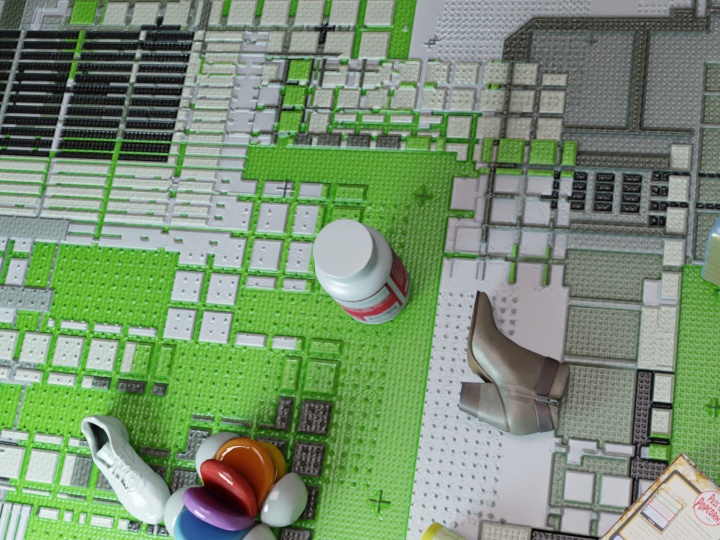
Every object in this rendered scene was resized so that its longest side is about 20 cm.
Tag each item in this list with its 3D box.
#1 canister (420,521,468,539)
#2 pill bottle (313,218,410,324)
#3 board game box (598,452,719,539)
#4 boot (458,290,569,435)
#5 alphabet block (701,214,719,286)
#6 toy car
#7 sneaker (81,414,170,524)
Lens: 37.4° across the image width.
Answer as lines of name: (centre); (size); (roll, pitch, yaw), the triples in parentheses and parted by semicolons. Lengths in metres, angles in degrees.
canister: (0.153, 0.440, 1.399); (0.200, 0.087, 0.149); (26, 80, 22)
pill bottle: (0.000, 0.000, 1.521); (0.112, 0.200, 0.113); (-5, 71, 13)
board game box: (0.406, 0.362, 1.377); (0.200, 0.046, 0.151); (-45, 67, -2)
boot: (0.220, 0.132, 1.498); (0.146, 0.070, 0.200); (6, 75, 10)
alphabet block: (0.583, -0.049, 1.384); (0.200, 0.196, 0.196); (29, 83, 21)
toy car: (-0.187, 0.326, 1.492); (0.175, 0.150, 0.200); (28, 81, 21)
sneaker: (-0.358, 0.297, 1.587); (0.070, 0.080, 0.200); (-41, 68, -3)
